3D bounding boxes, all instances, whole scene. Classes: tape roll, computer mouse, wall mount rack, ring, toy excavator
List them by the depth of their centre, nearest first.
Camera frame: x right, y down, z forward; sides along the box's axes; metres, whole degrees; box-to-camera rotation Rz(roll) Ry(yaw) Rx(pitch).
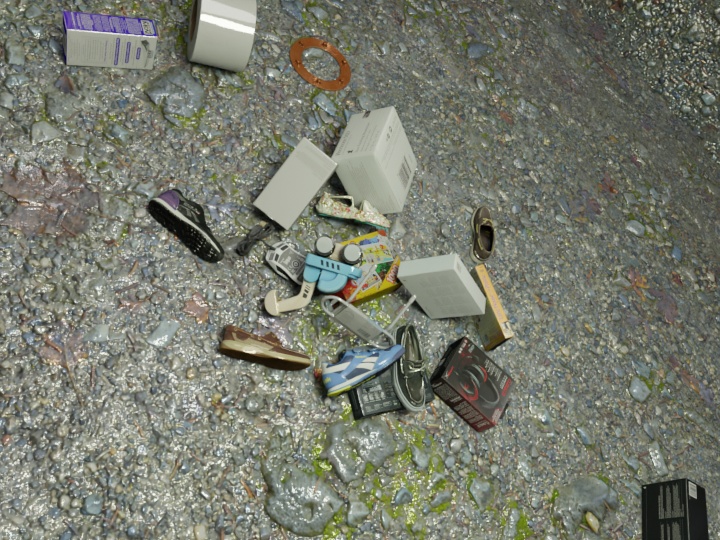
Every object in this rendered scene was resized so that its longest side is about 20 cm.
[{"bbox_3d":[0.018,0.084,1.254,0.200,0.174,0.075,37,43,-17],"label":"wall mount rack"},{"bbox_3d":[-0.100,0.023,1.270,0.193,0.100,0.201,16,83,2],"label":"toy excavator"},{"bbox_3d":[-0.186,-0.025,1.338,0.200,0.044,0.110,39,59,-3],"label":"computer mouse"},{"bbox_3d":[-0.363,-0.631,1.466,0.138,0.203,0.204,5,63,-27],"label":"tape roll"},{"bbox_3d":[-0.117,-0.629,1.711,0.199,0.019,0.202,12,60,-22],"label":"ring"}]

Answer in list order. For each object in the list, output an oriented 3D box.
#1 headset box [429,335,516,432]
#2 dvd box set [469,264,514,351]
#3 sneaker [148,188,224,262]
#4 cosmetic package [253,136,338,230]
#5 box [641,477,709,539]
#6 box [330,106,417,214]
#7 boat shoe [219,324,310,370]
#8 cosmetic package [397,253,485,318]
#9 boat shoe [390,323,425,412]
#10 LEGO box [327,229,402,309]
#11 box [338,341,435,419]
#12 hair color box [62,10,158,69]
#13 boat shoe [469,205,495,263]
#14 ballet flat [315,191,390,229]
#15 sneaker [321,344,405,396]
[{"bbox_3d":[0.285,0.287,1.404,0.200,0.075,0.149,42,52,-2],"label":"headset box"},{"bbox_3d":[0.327,0.101,1.483,0.029,0.146,0.201,-15,71,-13],"label":"dvd box set"},{"bbox_3d":[-0.369,-0.109,1.268,0.200,0.076,0.088,42,47,-2],"label":"sneaker"},{"bbox_3d":[-0.153,-0.207,1.359,0.107,0.085,0.200,39,97,-6],"label":"cosmetic package"},{"bbox_3d":[0.805,0.652,1.451,0.079,0.141,0.201,29,55,-14],"label":"box"},{"bbox_3d":[0.041,-0.283,1.485,0.200,0.130,0.200,59,38,-40],"label":"box"},{"bbox_3d":[-0.199,0.162,1.216,0.199,0.072,0.072,15,60,-14],"label":"boat shoe"},{"bbox_3d":[0.202,0.044,1.391,0.200,0.150,0.052,50,42,-41],"label":"cosmetic package"},{"bbox_3d":[0.112,0.217,1.287,0.072,0.071,0.201,0,65,-28],"label":"boat shoe"},{"bbox_3d":[0.000,0.000,1.403,0.199,0.077,0.149,-20,76,-35],"label":"LEGO box"},{"bbox_3d":[0.061,0.248,1.320,0.199,0.051,0.159,-5,68,-30],"label":"box"},{"bbox_3d":[-0.598,-0.546,1.351,0.199,0.109,0.065,-7,67,-31],"label":"hair color box"},{"bbox_3d":[0.367,-0.116,1.673,0.072,0.060,0.201,24,56,-15],"label":"boat shoe"},{"bbox_3d":[-0.015,-0.155,1.449,0.199,0.076,0.064,12,101,-4],"label":"ballet flat"},{"bbox_3d":[0.005,0.200,1.237,0.199,0.074,0.083,-23,70,-16],"label":"sneaker"}]
